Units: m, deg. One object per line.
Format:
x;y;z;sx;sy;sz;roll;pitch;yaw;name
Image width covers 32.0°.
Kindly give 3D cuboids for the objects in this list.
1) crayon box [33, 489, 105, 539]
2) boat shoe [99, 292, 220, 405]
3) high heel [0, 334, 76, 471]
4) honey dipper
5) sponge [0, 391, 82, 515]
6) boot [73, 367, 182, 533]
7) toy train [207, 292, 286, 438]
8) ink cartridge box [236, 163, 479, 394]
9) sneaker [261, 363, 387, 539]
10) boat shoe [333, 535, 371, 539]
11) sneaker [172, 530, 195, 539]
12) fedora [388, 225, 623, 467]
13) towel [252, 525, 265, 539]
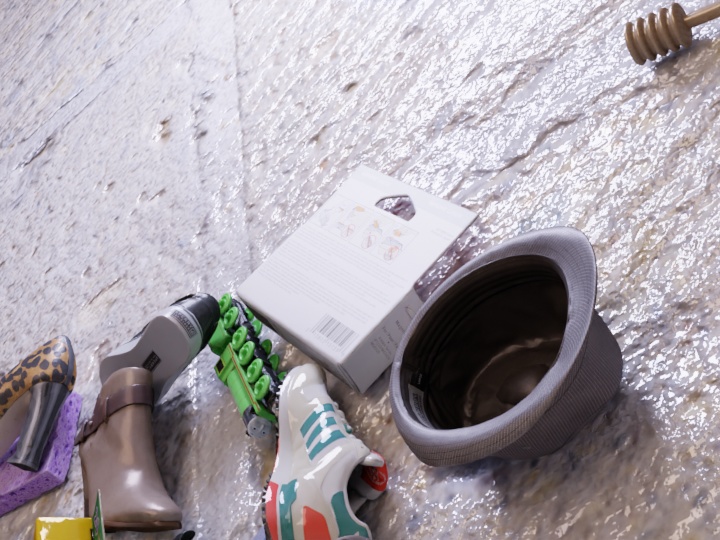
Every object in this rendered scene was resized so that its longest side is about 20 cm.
-0.246;0.295;1.023;0.126;0.051;0.202;-113;34;-52;crayon box
-0.192;0.081;1.217;0.057;0.069;0.200;-41;2;-40;boat shoe
-0.390;0.131;1.341;0.197;0.071;0.145;4;66;31;high heel
0.301;-0.211;0.972;0.198;0.038;0.038;-18;46;32;honey dipper
-0.384;0.210;1.359;0.198;0.030;0.113;-28;41;29;sponge
-0.210;0.164;1.148;0.199;0.069;0.149;-15;65;53;boot
-0.105;0.085;1.142;0.057;0.041;0.200;-55;29;12;toy train
0.000;0.000;1.109;0.174;0.044;0.199;-45;34;-12;ink cartridge box
-0.022;0.151;0.993;0.092;0.071;0.201;-4;35;7;sneaker
-0.034;0.242;0.836;0.072;0.076;0.199;-46;-12;28;boat shoe
-0.154;0.261;0.945;0.199;0.118;0.075;-30;38;29;sneaker
0.113;0.068;0.880;0.199;0.090;0.179;-29;39;38;fedora
-0.086;0.291;0.963;0.201;0.024;0.146;-54;33;-6;towel
